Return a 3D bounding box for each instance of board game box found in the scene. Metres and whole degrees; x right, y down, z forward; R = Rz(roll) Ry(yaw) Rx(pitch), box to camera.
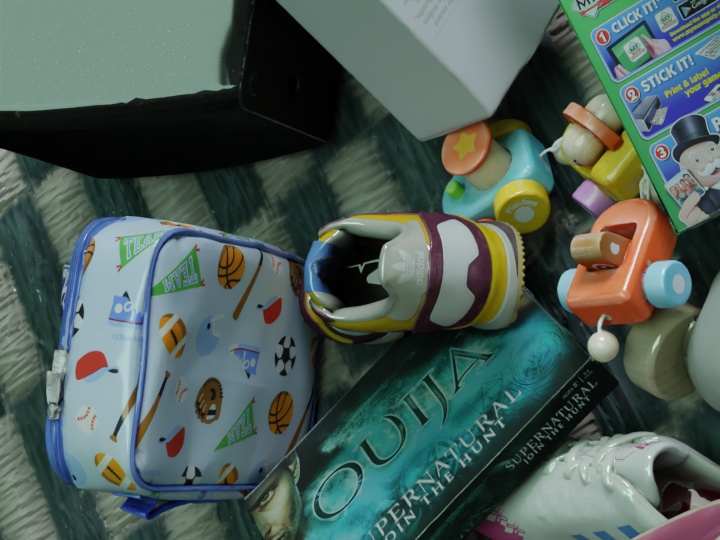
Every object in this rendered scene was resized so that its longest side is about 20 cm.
[{"bbox_3d":[0.031,0.093,0.895,0.200,0.028,0.135,-46,32,4],"label":"board game box"},{"bbox_3d":[0.198,-0.119,0.748,0.200,0.029,0.135,-29,84,35],"label":"board game box"}]

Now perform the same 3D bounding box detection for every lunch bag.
[{"bbox_3d":[-0.097,0.057,0.940,0.075,0.200,0.161,5,86,29],"label":"lunch bag"}]

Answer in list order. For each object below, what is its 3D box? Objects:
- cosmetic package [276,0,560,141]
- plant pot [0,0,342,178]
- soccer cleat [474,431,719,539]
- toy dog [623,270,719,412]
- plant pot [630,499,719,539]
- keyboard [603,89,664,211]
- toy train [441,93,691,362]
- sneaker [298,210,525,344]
[{"bbox_3d":[0.007,-0.175,0.891,0.071,0.200,0.102,-16,36,55],"label":"cosmetic package"},{"bbox_3d":[-0.112,-0.159,0.993,0.177,0.200,0.200,7,87,23],"label":"plant pot"},{"bbox_3d":[0.126,0.107,0.851,0.200,0.086,0.070,12,51,28],"label":"soccer cleat"},{"bbox_3d":[0.223,0.002,0.816,0.200,0.096,0.132,-46,47,14],"label":"toy dog"},{"bbox_3d":[0.161,0.206,0.726,0.200,0.200,0.179,-33,87,25],"label":"plant pot"},{"bbox_3d":[0.156,-0.123,0.917,0.056,0.011,0.200,-14,76,25],"label":"keyboard"},{"bbox_3d":[0.091,-0.031,0.868,0.200,0.056,0.150,-1,57,51],"label":"toy train"},{"bbox_3d":[0.000,0.000,0.887,0.200,0.090,0.075,-13,73,60],"label":"sneaker"}]
